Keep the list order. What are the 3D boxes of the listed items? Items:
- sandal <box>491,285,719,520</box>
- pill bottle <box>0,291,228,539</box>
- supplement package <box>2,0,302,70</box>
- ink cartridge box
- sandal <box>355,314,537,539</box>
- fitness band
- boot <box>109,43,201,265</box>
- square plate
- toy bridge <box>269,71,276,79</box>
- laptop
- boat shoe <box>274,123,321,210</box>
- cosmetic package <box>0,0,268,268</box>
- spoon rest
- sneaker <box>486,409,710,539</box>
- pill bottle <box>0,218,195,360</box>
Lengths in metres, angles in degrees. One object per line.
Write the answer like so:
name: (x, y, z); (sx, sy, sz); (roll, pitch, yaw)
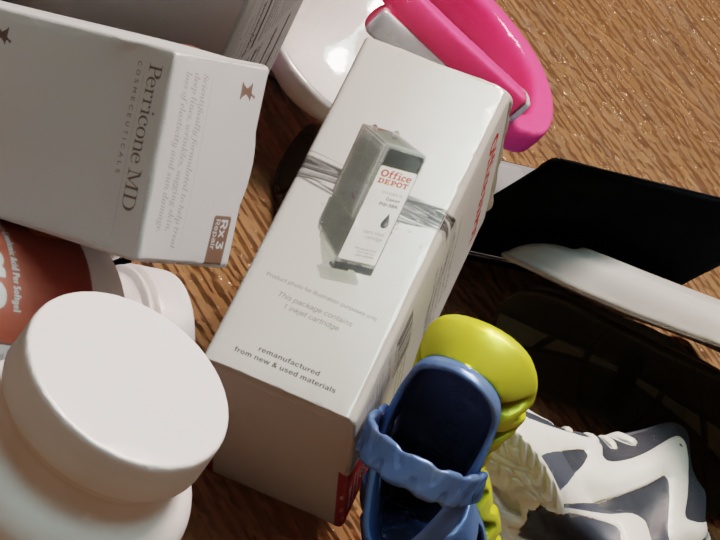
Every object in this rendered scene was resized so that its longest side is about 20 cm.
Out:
sandal: (0.168, 0.071, 1.593); (0.199, 0.082, 0.055); (30, 23, 3)
pill bottle: (-0.142, 0.109, 1.164); (0.115, 0.200, 0.116); (23, 37, -19)
supplement package: (-0.134, -0.177, 1.436); (0.200, 0.156, 0.111); (35, 46, 6)
ink cartridge box: (-0.003, 0.006, 1.372); (0.083, 0.147, 0.201); (22, 65, 8)
sandal: (0.027, 0.111, 1.325); (0.079, 0.201, 0.087); (26, 50, 19)
fitness band: (0.044, -0.153, 1.589); (0.200, 0.037, 0.144); (42, 21, -27)
boot: (-0.168, -0.104, 1.396); (0.068, 0.188, 0.200); (-25, 69, -39)
square plate: (0.211, 0.035, 1.574); (0.198, 0.029, 0.200); (23, 1, 44)
toy bridge: (-0.030, -0.184, 1.742); (0.067, 0.027, 0.200); (28, 36, -16)
laptop: (0.125, -0.057, 1.623); (0.187, 0.116, 0.200); (12, 29, -32)
boat shoe: (0.004, -0.004, 1.530); (0.075, 0.075, 0.203); (25, 36, -26)
cosmetic package: (-0.148, -0.072, 1.294); (0.199, 0.102, 0.074); (15, 7, 37)
spoon rest: (-0.007, -0.148, 1.629); (0.099, 0.061, 0.200); (40, 27, -12)
sneaker: (0.120, 0.110, 1.493); (0.199, 0.080, 0.130); (39, 34, 2)
pill bottle: (-0.185, 0.028, 1.297); (0.199, 0.112, 0.112); (9, 44, -34)
